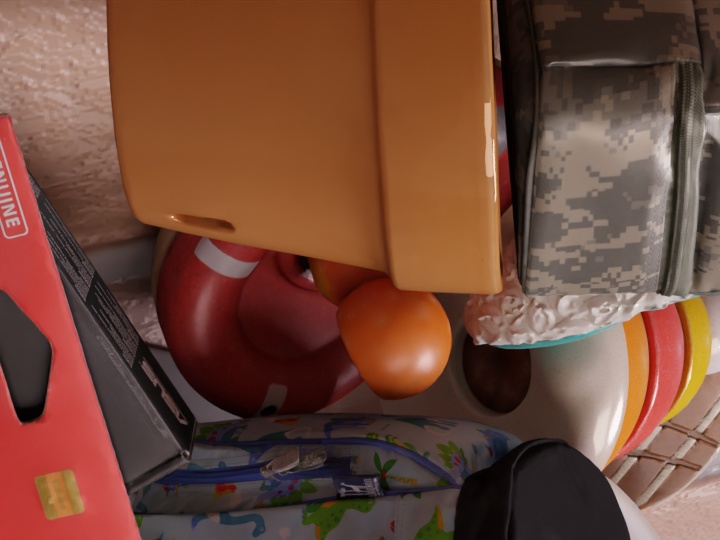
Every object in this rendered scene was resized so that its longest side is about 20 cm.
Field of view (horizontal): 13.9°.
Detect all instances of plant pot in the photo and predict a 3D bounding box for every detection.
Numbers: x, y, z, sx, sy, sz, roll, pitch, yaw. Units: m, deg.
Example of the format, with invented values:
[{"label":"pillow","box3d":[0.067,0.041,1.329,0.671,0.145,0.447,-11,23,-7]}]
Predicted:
[{"label":"plant pot","box3d":[-0.018,-0.089,1.110,0.139,0.201,0.200,-2,143,2]}]

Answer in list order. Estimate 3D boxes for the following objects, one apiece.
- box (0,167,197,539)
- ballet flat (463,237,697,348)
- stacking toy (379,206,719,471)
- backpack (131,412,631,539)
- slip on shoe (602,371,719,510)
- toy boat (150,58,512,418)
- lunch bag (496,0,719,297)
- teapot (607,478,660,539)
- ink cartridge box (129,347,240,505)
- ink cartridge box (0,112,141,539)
[{"label":"box","box3d":[-0.199,0.037,1.206,0.193,0.048,0.200,-28,107,14]},{"label":"ballet flat","box3d":[0.124,-0.020,1.238,0.199,0.072,0.072,-14,150,29]},{"label":"stacking toy","box3d":[0.116,0.036,1.405,0.200,0.146,0.146,-6,146,-48]},{"label":"backpack","box3d":[-0.004,0.121,1.270,0.199,0.154,0.163,-21,174,22]},{"label":"slip on shoe","box3d":[0.116,0.106,1.527,0.076,0.061,0.200,34,109,-16]},{"label":"toy boat","box3d":[0.000,0.000,1.268,0.130,0.131,0.200,11,134,-36]},{"label":"lunch bag","box3d":[0.138,-0.090,1.137,0.167,0.201,0.140,-3,141,2]},{"label":"teapot","box3d":[0.064,0.191,1.447,0.146,0.200,0.197,-26,-169,37]},{"label":"ink cartridge box","box3d":[-0.161,0.099,1.360,0.199,0.084,0.145,16,130,-40]},{"label":"ink cartridge box","box3d":[-0.197,0.053,1.165,0.175,0.045,0.201,-12,110,9]}]
